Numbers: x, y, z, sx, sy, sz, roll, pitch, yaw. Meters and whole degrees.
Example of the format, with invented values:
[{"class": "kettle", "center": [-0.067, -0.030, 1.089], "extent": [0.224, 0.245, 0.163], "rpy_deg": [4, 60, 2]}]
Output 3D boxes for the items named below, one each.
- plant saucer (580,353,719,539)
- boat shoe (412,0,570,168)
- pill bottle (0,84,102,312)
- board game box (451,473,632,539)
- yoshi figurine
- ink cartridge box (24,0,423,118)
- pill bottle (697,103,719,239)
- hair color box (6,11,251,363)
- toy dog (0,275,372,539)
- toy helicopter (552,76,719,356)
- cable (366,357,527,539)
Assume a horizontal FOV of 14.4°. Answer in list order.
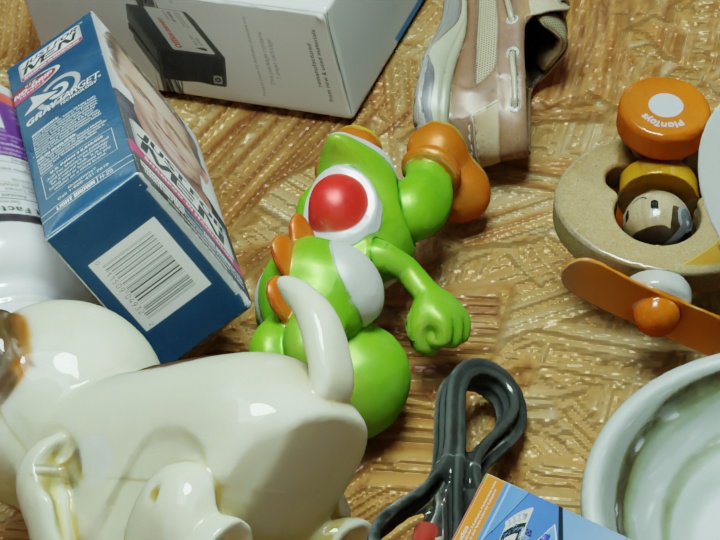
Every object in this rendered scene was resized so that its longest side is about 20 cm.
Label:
[{"class": "plant saucer", "center": [0.196, 0.120, 1.272], "extent": [0.199, 0.050, 0.201], "rpy_deg": [0, 45, 0]}, {"class": "boat shoe", "center": [0.081, -0.132, 1.565], "extent": [0.071, 0.076, 0.201], "rpy_deg": [4, 56, 14]}, {"class": "pill bottle", "center": [-0.196, -0.001, 1.473], "extent": [0.111, 0.112, 0.200], "rpy_deg": [-20, 44, -6]}, {"class": "board game box", "center": [0.052, 0.195, 1.211], "extent": [0.103, 0.019, 0.201], "rpy_deg": [23, 80, 29]}, {"class": "yoshi figurine", "center": [0.000, 0.013, 1.438], "extent": [0.112, 0.113, 0.200], "rpy_deg": [32, 39, -2]}, {"class": "ink cartridge box", "center": [-0.073, -0.174, 1.635], "extent": [0.199, 0.084, 0.145], "rpy_deg": [10, 49, 24]}, {"class": "pill bottle", "center": [0.262, -0.061, 1.362], "extent": [0.199, 0.115, 0.114], "rpy_deg": [-16, 38, -35]}, {"class": "hair color box", "center": [-0.121, -0.045, 1.468], "extent": [0.060, 0.100, 0.200], "rpy_deg": [-35, 30, 7]}, {"class": "toy dog", "center": [-0.104, 0.082, 1.305], "extent": [0.200, 0.195, 0.139], "rpy_deg": [23, 19, 37]}, {"class": "toy helicopter", "center": [0.184, -0.003, 1.402], "extent": [0.199, 0.079, 0.132], "rpy_deg": [26, 49, 20]}, {"class": "cable", "center": [0.038, 0.113, 1.326], "extent": [0.097, 0.050, 0.200], "rpy_deg": [22, 33, -18]}]
